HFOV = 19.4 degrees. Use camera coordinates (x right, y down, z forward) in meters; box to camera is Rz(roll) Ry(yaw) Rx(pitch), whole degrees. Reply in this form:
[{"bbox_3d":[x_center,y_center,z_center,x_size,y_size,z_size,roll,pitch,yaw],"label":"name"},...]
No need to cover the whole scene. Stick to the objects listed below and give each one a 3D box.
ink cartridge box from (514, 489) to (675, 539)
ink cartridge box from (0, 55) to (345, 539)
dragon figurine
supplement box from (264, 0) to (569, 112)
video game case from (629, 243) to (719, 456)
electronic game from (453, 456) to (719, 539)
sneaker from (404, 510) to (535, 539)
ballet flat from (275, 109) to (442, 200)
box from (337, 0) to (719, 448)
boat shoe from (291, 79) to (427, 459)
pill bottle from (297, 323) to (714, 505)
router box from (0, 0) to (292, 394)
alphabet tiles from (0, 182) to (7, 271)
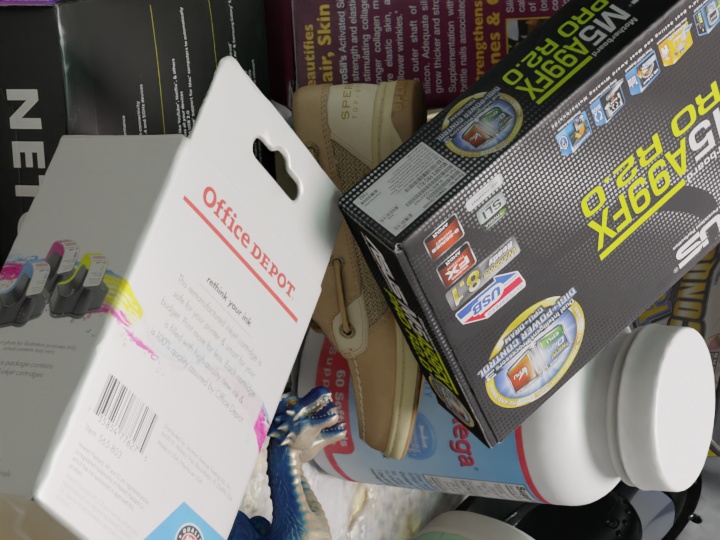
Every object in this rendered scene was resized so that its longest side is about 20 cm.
[{"bbox_3d":[0.160,0.165,1.248,0.041,0.199,0.200,35,62,-49],"label":"ink cartridge box"},{"bbox_3d":[-0.086,0.025,0.838,0.115,0.068,0.200,51,51,-46],"label":"ink cartridge box"},{"bbox_3d":[-0.061,0.147,0.999,0.200,0.099,0.059,-48,150,8],"label":"dragon figurine"},{"bbox_3d":[0.054,-0.148,1.029,0.103,0.200,0.131,-136,-136,-77],"label":"supplement box"},{"bbox_3d":[0.154,0.016,1.243,0.026,0.181,0.200,41,57,-41],"label":"video game case"},{"bbox_3d":[0.120,0.155,1.180,0.200,0.200,0.042,-51,124,-45],"label":"electronic game"},{"bbox_3d":[0.016,0.186,1.020,0.074,0.200,0.118,46,55,-17],"label":"sneaker"},{"bbox_3d":[0.011,-0.050,1.110,0.200,0.069,0.070,-29,117,-55],"label":"ballet flat"},{"bbox_3d":[0.098,-0.036,0.953,0.200,0.044,0.160,-40,140,-12],"label":"box"},{"bbox_3d":[0.000,0.000,1.003,0.071,0.064,0.200,-77,167,-60],"label":"boat shoe"},{"bbox_3d":[0.076,0.065,1.096,0.109,0.200,0.109,-6,97,-59],"label":"pill bottle"},{"bbox_3d":[-0.096,-0.027,0.929,0.149,0.051,0.200,-19,109,-56],"label":"router box"},{"bbox_3d":[-0.150,0.009,0.898,0.200,0.006,0.167,-5,96,-59],"label":"alphabet tiles"}]
